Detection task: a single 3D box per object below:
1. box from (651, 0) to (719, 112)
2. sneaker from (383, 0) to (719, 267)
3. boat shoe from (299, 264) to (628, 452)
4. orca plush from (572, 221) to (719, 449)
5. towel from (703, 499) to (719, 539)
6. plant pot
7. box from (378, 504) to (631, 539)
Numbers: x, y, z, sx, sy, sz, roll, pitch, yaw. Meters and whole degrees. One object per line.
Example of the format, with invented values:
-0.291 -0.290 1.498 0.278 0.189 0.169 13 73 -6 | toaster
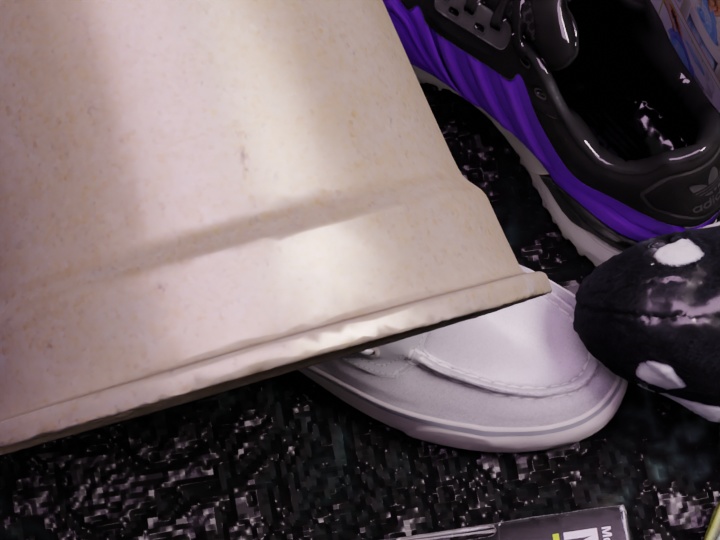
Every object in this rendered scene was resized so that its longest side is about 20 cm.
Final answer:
0.172 -0.119 0.910 0.112 0.200 0.101 -23 72 -11 | box
0.059 -0.090 0.948 0.200 0.100 0.070 43 71 13 | sneaker
0.000 0.000 0.928 0.200 0.069 0.072 28 71 8 | boat shoe
0.176 0.033 0.905 0.200 0.071 0.105 24 93 -15 | orca plush
0.154 0.180 0.891 0.144 0.023 0.200 23 70 7 | towel
-0.062 -0.053 0.811 0.200 0.200 0.184 -15 88 -8 | plant pot
0.006 0.187 0.857 0.193 0.048 0.200 -9 69 2 | box
